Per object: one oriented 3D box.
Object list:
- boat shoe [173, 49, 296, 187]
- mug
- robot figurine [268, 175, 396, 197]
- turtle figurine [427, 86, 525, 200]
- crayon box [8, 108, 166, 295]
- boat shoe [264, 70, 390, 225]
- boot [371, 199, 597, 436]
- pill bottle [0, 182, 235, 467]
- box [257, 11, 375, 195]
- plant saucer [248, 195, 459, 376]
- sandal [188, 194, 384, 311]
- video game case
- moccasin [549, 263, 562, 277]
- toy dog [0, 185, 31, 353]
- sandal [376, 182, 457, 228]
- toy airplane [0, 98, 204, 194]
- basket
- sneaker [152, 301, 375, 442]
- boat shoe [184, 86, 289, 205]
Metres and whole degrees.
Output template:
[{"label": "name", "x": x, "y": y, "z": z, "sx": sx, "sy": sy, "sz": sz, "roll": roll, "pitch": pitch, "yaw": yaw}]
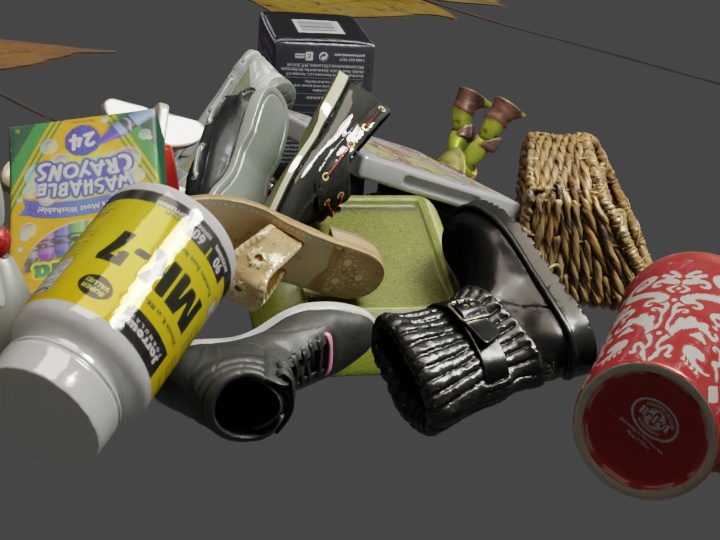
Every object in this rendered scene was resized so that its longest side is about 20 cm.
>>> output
[{"label": "boat shoe", "x": -0.146, "y": -0.121, "z": 1.783, "sx": 0.065, "sy": 0.202, "sz": 0.074, "roll": 47, "pitch": 17, "yaw": 26}, {"label": "mug", "x": 0.255, "y": 0.084, "z": 1.371, "sx": 0.176, "sy": 0.135, "sz": 0.200, "roll": 10, "pitch": 22, "yaw": 19}, {"label": "robot figurine", "x": -0.057, "y": -0.058, "z": 1.726, "sx": 0.199, "sy": 0.145, "sz": 0.059, "roll": 20, "pitch": 66, "yaw": 19}, {"label": "turtle figurine", "x": 0.091, "y": -0.101, "z": 1.836, "sx": 0.064, "sy": 0.162, "sz": 0.200, "roll": 25, "pitch": -3, "yaw": -31}, {"label": "crayon box", "x": -0.219, "y": -0.031, "z": 1.487, "sx": 0.124, "sy": 0.052, "sz": 0.202, "roll": -8, "pitch": 60, "yaw": 1}, {"label": "boat shoe", "x": -0.036, "y": -0.075, "z": 1.521, "sx": 0.063, "sy": 0.074, "sz": 0.202, "roll": 32, "pitch": 60, "yaw": -6}, {"label": "boot", "x": 0.073, "y": 0.031, "z": 1.448, "sx": 0.157, "sy": 0.080, "sz": 0.211, "roll": -18, "pitch": 40, "yaw": -16}, {"label": "pill bottle", "x": -0.181, "y": 0.039, "z": 1.321, "sx": 0.113, "sy": 0.115, "sz": 0.201, "roll": 12, "pitch": 45, "yaw": 21}, {"label": "box", "x": -0.052, "y": -0.152, "z": 1.875, "sx": 0.103, "sy": 0.202, "sz": 0.148, "roll": 2, "pitch": 17, "yaw": -10}, {"label": "plant saucer", "x": 0.000, "y": 0.000, "z": 1.552, "sx": 0.198, "sy": 0.048, "sz": 0.201, "roll": -1, "pitch": 44, "yaw": -17}, {"label": "sandal", "x": -0.072, "y": -0.001, "z": 1.425, "sx": 0.210, "sy": 0.078, "sz": 0.070, "roll": 10, "pitch": 38, "yaw": -25}, {"label": "video game case", "x": 0.026, "y": -0.101, "z": 1.705, "sx": 0.181, "sy": 0.023, "sz": 0.200, "roll": 15, "pitch": 9, "yaw": -33}, {"label": "moccasin", "x": 0.139, "y": 0.031, "z": 1.576, "sx": 0.077, "sy": 0.074, "sz": 0.201, "roll": 1, "pitch": 20, "yaw": -16}, {"label": "toy dog", "x": -0.290, "y": 0.024, "z": 1.355, "sx": 0.131, "sy": 0.201, "sz": 0.096, "roll": -11, "pitch": 19, "yaw": 46}, {"label": "sandal", "x": 0.077, "y": -0.034, "z": 1.761, "sx": 0.057, "sy": 0.080, "sz": 0.201, "roll": -11, "pitch": 33, "yaw": -35}, {"label": "toy airplane", "x": -0.198, "y": -0.051, "z": 1.630, "sx": 0.200, "sy": 0.141, "sz": 0.199, "roll": 43, "pitch": 43, "yaw": 9}, {"label": "basket", "x": 0.222, "y": -0.056, "z": 1.749, "sx": 0.147, "sy": 0.144, "sz": 0.200, "roll": 7, "pitch": 18, "yaw": 3}, {"label": "sneaker", "x": -0.056, "y": 0.081, "z": 1.394, "sx": 0.198, "sy": 0.071, "sz": 0.099, "roll": -13, "pitch": 27, "yaw": -29}, {"label": "boat shoe", "x": -0.116, "y": -0.068, "z": 1.547, "sx": 0.060, "sy": 0.076, "sz": 0.201, "roll": -3, "pitch": 49, "yaw": 31}]
